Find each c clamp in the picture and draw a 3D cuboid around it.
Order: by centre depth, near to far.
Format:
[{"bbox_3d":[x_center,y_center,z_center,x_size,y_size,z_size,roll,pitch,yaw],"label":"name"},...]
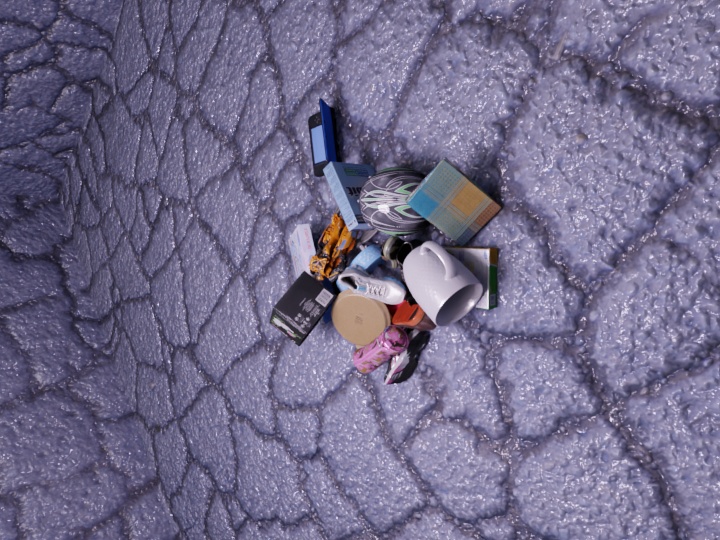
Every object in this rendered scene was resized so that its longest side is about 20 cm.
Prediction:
[{"bbox_3d":[-0.023,-0.135,1.613,0.171,0.027,0.200,-42,58,12],"label":"c clamp"}]

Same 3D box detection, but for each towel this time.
[{"bbox_3d":[0.226,-0.164,1.315,0.147,0.199,0.022,-46,21,25],"label":"towel"}]

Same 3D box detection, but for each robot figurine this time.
[{"bbox_3d":[-0.081,-0.063,1.561,0.145,0.058,0.201,17,76,46],"label":"robot figurine"}]

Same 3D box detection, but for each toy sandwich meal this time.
[{"bbox_3d":[0.011,0.135,1.575,0.204,0.070,0.207,8,114,18],"label":"toy sandwich meal"}]

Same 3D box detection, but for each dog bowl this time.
[{"bbox_3d":[0.000,0.000,1.582,0.050,0.111,0.200,49,126,12],"label":"dog bowl"}]

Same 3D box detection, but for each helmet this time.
[{"bbox_3d":[0.099,-0.181,1.416,0.199,0.190,0.202,1,92,40],"label":"helmet"}]

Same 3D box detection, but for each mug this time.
[{"bbox_3d":[0.188,0.010,1.311,0.176,0.147,0.201,51,163,32],"label":"mug"}]

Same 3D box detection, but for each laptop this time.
[{"bbox_3d":[-0.120,0.046,1.700,0.115,0.200,0.188,-24,70,8],"label":"laptop"}]

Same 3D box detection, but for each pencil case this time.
[{"bbox_3d":[0.053,0.222,1.494,0.200,0.086,0.083,-46,25,52],"label":"pencil case"}]

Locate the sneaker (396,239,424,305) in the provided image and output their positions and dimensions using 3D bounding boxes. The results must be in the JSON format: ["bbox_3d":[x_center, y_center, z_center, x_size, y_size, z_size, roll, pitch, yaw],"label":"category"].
[{"bbox_3d":[0.133,0.017,1.458,0.074,0.106,0.202,0,94,27],"label":"sneaker"}]

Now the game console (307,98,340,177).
[{"bbox_3d":[-0.130,-0.405,1.666,0.170,0.118,0.202,-7,89,43],"label":"game console"}]

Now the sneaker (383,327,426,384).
[{"bbox_3d":[0.119,0.235,1.539,0.086,0.080,0.201,49,119,45],"label":"sneaker"}]

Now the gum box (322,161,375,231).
[{"bbox_3d":[0.002,-0.210,1.525,0.044,0.169,0.201,-35,70,40],"label":"gum box"}]

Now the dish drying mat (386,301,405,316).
[{"bbox_3d":[0.084,0.097,1.583,0.199,0.018,0.077,-20,80,43],"label":"dish drying mat"}]

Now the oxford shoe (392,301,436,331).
[{"bbox_3d":[0.139,0.131,1.427,0.071,0.072,0.200,-57,11,-5],"label":"oxford shoe"}]

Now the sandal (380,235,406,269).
[{"bbox_3d":[0.083,-0.059,1.463,0.057,0.201,0.080,20,83,15],"label":"sandal"}]

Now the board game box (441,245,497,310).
[{"bbox_3d":[0.256,0.014,1.396,0.199,0.040,0.154,6,98,43],"label":"board game box"}]

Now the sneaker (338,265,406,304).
[{"bbox_3d":[0.027,0.049,1.458,0.199,0.087,0.076,17,108,21],"label":"sneaker"}]

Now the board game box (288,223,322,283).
[{"bbox_3d":[-0.181,-0.030,1.746,0.199,0.041,0.202,149,109,-71],"label":"board game box"}]

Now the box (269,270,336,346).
[{"bbox_3d":[-0.176,0.118,1.604,0.124,0.149,0.200,38,157,1],"label":"box"}]
